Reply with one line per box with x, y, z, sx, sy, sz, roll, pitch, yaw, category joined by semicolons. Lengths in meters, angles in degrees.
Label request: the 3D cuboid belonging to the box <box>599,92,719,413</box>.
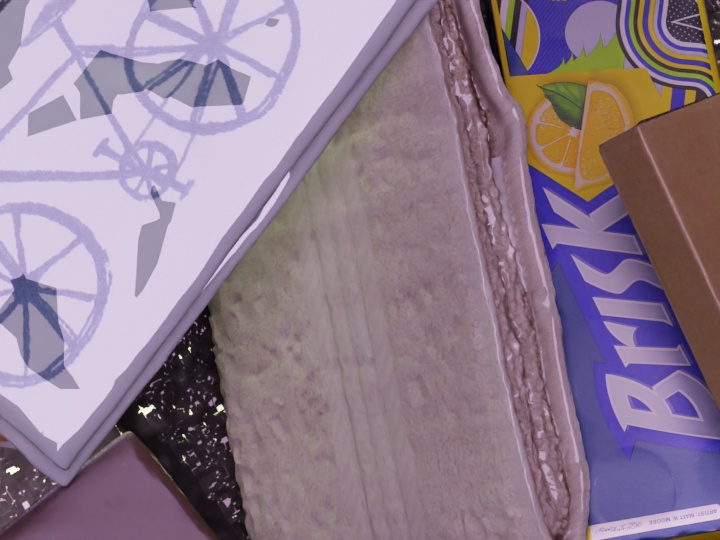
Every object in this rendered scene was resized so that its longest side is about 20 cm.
0.162;0.032;0.798;0.163;0.021;0.201;-21;86;-47;box

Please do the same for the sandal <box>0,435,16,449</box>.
-0.110;-0.049;0.850;0.079;0.059;0.208;8;80;1;sandal

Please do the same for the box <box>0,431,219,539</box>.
-0.032;0.150;0.797;0.075;0.100;0.200;-40;84;-7;box

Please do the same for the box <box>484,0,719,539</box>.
0.087;-0.007;0.827;0.070;0.064;0.201;-10;72;4;box

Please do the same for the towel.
0.000;0.000;0.817;0.034;0.132;0.201;-5;81;-43;towel

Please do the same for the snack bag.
-0.107;-0.069;0.773;0.200;0.021;0.189;36;89;8;snack bag
